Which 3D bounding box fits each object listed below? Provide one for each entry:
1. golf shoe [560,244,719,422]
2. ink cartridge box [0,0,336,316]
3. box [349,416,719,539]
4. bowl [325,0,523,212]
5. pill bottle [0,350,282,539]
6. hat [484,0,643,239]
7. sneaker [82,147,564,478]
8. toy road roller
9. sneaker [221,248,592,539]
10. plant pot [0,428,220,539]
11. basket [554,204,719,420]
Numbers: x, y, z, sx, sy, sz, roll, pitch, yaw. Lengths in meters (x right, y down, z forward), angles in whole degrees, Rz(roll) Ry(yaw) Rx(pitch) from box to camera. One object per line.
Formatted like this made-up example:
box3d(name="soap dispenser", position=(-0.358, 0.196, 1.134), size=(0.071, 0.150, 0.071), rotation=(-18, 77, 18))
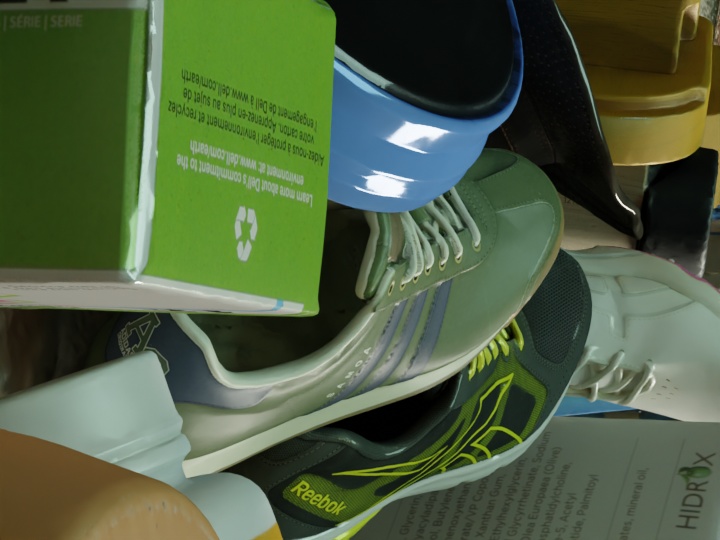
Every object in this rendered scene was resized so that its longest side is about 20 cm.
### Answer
box3d(name="golf shoe", position=(0.072, 0.026, 0.967), size=(0.092, 0.200, 0.075), rotation=(-61, 175, -38))
box3d(name="ink cartridge box", position=(-0.109, -0.034, 0.481), size=(0.200, 0.148, 0.076), rotation=(9, 83, -70))
box3d(name="box", position=(0.073, 0.191, 0.961), size=(0.200, 0.171, 0.199), rotation=(-65, 149, -45))
box3d(name="bowl", position=(-0.025, -0.111, 0.726), size=(0.201, 0.039, 0.201), rotation=(39, 30, -28))
box3d(name="pill bottle", position=(-0.059, 0.127, 0.641), size=(0.109, 0.109, 0.200), rotation=(-20, 91, -70))
box3d(name="hat", position=(0.017, -0.074, 0.894), size=(0.201, 0.081, 0.201), rotation=(55, -7, 10))
box3d(name="sneaker", position=(0.000, 0.000, 0.753), size=(0.200, 0.067, 0.090), rotation=(-28, 162, -32))
box3d(name="toy road roller", position=(0.105, -0.094, 1.060), size=(0.200, 0.123, 0.146), rotation=(-71, 168, -64))
box3d(name="sneaker", position=(0.026, 0.039, 0.852), size=(0.200, 0.074, 0.085), rotation=(-35, 168, -40))
box3d(name="plant pot", position=(-0.108, 0.109, 0.495), size=(0.200, 0.140, 0.200), rotation=(0, 90, -70))
box3d(name="basket", position=(0.123, 0.036, 1.119), size=(0.200, 0.176, 0.139), rotation=(-90, 177, -78))
